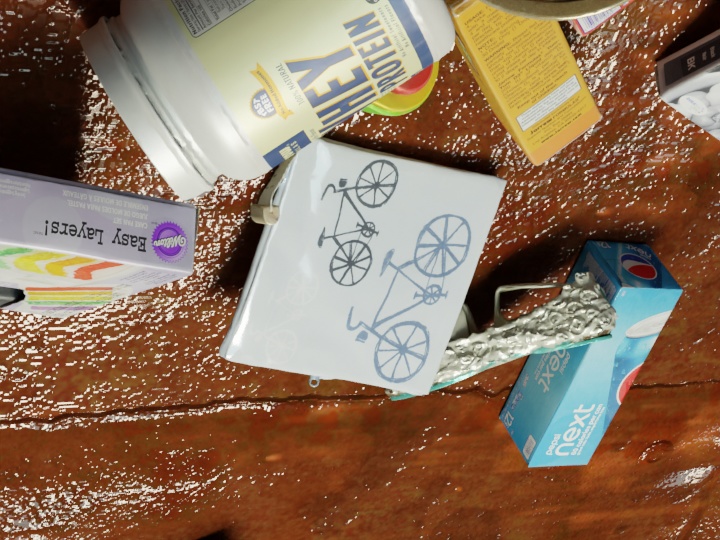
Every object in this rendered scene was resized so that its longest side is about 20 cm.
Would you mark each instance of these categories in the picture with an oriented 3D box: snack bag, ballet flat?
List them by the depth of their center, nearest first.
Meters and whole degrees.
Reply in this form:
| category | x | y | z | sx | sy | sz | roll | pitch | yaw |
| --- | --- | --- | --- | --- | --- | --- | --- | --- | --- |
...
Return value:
| category | x | y | z | sx | sy | sz | roll | pitch | yaw |
| --- | --- | --- | --- | --- | --- | --- | --- | --- | --- |
| snack bag | 0.000 | 0.000 | 1.253 | 0.199 | 0.021 | 0.190 | 10 | 108 | -32 |
| ballet flat | 0.108 | 0.048 | 1.350 | 0.198 | 0.072 | 0.072 | -17 | 137 | 11 |

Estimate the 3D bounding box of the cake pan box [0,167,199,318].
| category | x | y | z | sx | sy | sz | roll | pitch | yaw |
| --- | --- | --- | --- | --- | --- | --- | --- | --- | --- |
| cake pan box | -0.229 | -0.016 | 1.053 | 0.183 | 0.053 | 0.199 | 12 | 164 | -35 |

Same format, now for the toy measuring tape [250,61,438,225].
| category | x | y | z | sx | sy | sz | roll | pitch | yaw |
| --- | --- | --- | --- | --- | --- | --- | --- | --- | --- |
| toy measuring tape | 0.000 | -0.107 | 1.124 | 0.073 | 0.073 | 0.201 | 37 | 78 | -44 |

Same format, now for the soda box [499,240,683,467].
| category | x | y | z | sx | sy | sz | roll | pitch | yaw |
| --- | --- | --- | --- | --- | --- | --- | --- | --- | --- |
| soda box | 0.194 | 0.073 | 1.420 | 0.067 | 0.064 | 0.201 | 2 | 128 | -29 |

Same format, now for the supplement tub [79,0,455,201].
| category | x | y | z | sx | sy | sz | roll | pitch | yaw |
| --- | --- | --- | --- | --- | --- | --- | --- | --- | --- |
| supplement tub | -0.057 | -0.148 | 1.032 | 0.199 | 0.145 | 0.145 | -33 | 136 | 2 |

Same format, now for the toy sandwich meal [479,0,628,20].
| category | x | y | z | sx | sy | sz | roll | pitch | yaw |
| --- | --- | --- | --- | --- | --- | --- | --- | --- | --- |
| toy sandwich meal | 0.113 | -0.252 | 1.005 | 0.205 | 0.206 | 0.070 | -36 | 168 | 6 |

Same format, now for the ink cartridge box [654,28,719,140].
| category | x | y | z | sx | sy | sz | roll | pitch | yaw |
| --- | --- | --- | --- | --- | --- | --- | --- | --- | --- |
| ink cartridge box | 0.361 | -0.148 | 1.273 | 0.199 | 0.044 | 0.197 | -28 | 142 | 35 |

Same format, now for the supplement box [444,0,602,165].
| category | x | y | z | sx | sy | sz | roll | pitch | yaw |
| --- | --- | --- | --- | --- | --- | --- | --- | --- | --- |
| supplement box | 0.103 | -0.157 | 1.145 | 0.069 | 0.067 | 0.200 | -36 | 146 | 4 |

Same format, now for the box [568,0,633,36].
| category | x | y | z | sx | sy | sz | roll | pitch | yaw |
| --- | --- | --- | --- | --- | --- | --- | --- | --- | --- |
| box | 0.188 | -0.265 | 1.093 | 0.199 | 0.096 | 0.100 | -36 | 137 | 6 |
